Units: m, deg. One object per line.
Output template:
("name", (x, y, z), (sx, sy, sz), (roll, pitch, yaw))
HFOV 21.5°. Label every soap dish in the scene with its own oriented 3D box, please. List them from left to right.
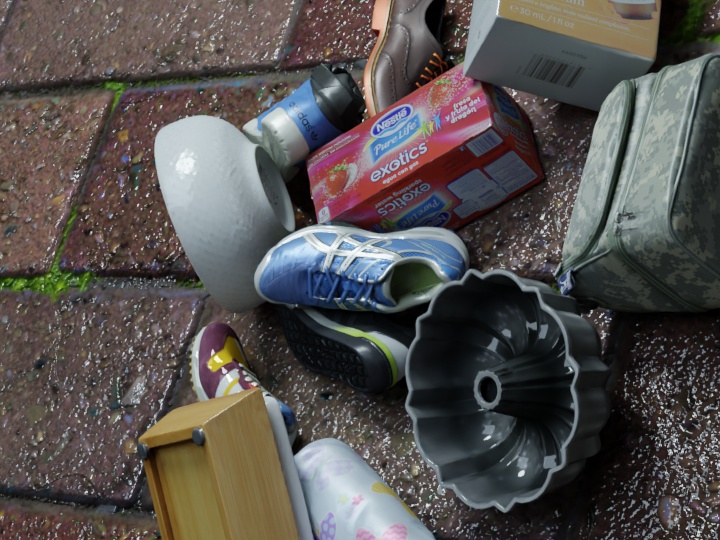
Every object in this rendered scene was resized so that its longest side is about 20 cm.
("soap dish", (-0.117, 0.213, 1.664), (0.157, 0.081, 0.201), (-17, 86, 55))

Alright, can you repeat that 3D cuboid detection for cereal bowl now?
("cereal bowl", (-0.119, -0.063, 1.845), (0.083, 0.200, 0.201), (-21, 51, 12))

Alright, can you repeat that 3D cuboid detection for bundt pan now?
("bundt pan", (0.132, 0.098, 1.584), (0.201, 0.076, 0.203), (1, 92, 49))

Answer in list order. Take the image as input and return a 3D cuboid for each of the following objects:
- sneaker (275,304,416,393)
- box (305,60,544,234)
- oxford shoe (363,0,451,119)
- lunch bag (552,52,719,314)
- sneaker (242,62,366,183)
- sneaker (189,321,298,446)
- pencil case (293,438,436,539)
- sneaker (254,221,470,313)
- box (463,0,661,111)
("sneaker", (-0.005, 0.059, 1.780), (0.083, 0.072, 0.200), (-27, 34, -24))
("box", (0.058, -0.096, 1.785), (0.200, 0.100, 0.096), (-30, 47, 21))
("oxford shoe", (0.049, -0.197, 1.881), (0.072, 0.071, 0.201), (-7, 64, 22))
("lunch bag", (0.253, -0.063, 1.591), (0.167, 0.139, 0.201), (-14, 53, 52))
("sneaker", (-0.050, -0.149, 1.897), (0.111, 0.077, 0.200), (-34, 1, -10))
("sneaker", (-0.102, 0.130, 1.795), (0.090, 0.075, 0.201), (-27, 59, 26))
("pencil case", (0.004, 0.230, 1.636), (0.091, 0.083, 0.200), (-48, 45, -1))
("sneaker", (0.000, 0.000, 1.729), (0.199, 0.076, 0.077), (-7, 22, 5))
("box", (0.189, -0.267, 1.730), (0.106, 0.152, 0.201), (120, 161, -63))
